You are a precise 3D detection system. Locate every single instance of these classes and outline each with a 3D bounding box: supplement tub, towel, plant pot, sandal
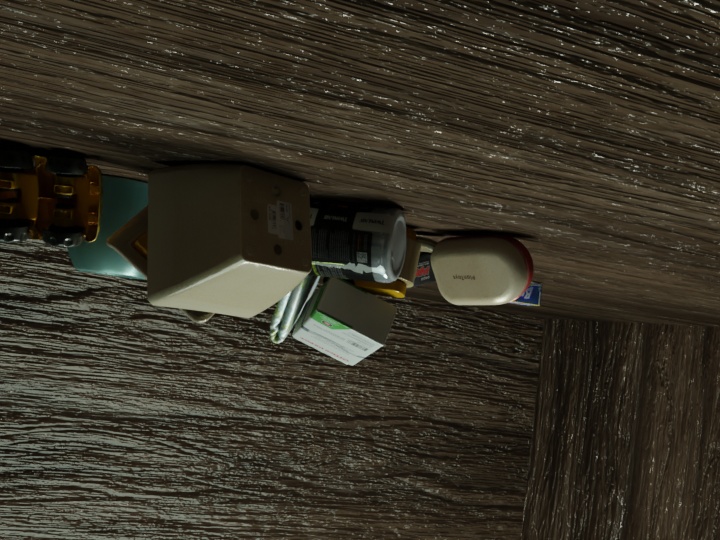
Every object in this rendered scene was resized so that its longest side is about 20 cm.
[{"bbox_3d":[-0.031,-0.049,1.433,0.197,0.125,0.122,6,175,16],"label":"supplement tub"},{"bbox_3d":[-0.119,0.024,1.749,0.048,0.202,0.172,26,-143,4],"label":"towel"},{"bbox_3d":[-0.435,-0.072,1.568,0.197,0.164,0.201,8,175,1],"label":"plant pot"},{"bbox_3d":[0.073,-0.045,1.726,0.197,0.055,0.080,12,178,29],"label":"sandal"},{"bbox_3d":[-0.179,-0.054,1.279,0.175,0.203,0.198,-15,162,42],"label":"plant pot"}]

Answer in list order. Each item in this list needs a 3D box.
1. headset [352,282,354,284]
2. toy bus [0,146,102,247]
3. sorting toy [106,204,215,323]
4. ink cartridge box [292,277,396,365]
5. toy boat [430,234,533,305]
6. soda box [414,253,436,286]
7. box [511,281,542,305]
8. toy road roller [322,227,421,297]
[{"bbox_3d":[0.000,0.000,1.793,0.092,0.125,0.201,6,-145,-21],"label":"headset"},{"bbox_3d":[-0.493,-0.119,1.369,0.196,0.138,0.192,5,-171,-8],"label":"toy bus"},{"bbox_3d":[-0.268,-0.037,1.381,0.199,0.185,0.037,39,137,1],"label":"sorting toy"},{"bbox_3d":[-0.035,0.100,1.689,0.145,0.084,0.200,27,156,-10],"label":"ink cartridge box"},{"bbox_3d":[0.236,-0.013,1.624,0.198,0.132,0.130,-1,-156,46],"label":"toy boat"},{"bbox_3d":[0.073,0.011,1.993,0.197,0.072,0.063,-14,-175,-27],"label":"soda box"},{"bbox_3d":[0.394,0.053,2.399,0.197,0.066,0.070,8,176,-17],"label":"box"},{"bbox_3d":[0.001,-0.034,1.618,0.197,0.125,0.146,6,164,23],"label":"toy road roller"}]
